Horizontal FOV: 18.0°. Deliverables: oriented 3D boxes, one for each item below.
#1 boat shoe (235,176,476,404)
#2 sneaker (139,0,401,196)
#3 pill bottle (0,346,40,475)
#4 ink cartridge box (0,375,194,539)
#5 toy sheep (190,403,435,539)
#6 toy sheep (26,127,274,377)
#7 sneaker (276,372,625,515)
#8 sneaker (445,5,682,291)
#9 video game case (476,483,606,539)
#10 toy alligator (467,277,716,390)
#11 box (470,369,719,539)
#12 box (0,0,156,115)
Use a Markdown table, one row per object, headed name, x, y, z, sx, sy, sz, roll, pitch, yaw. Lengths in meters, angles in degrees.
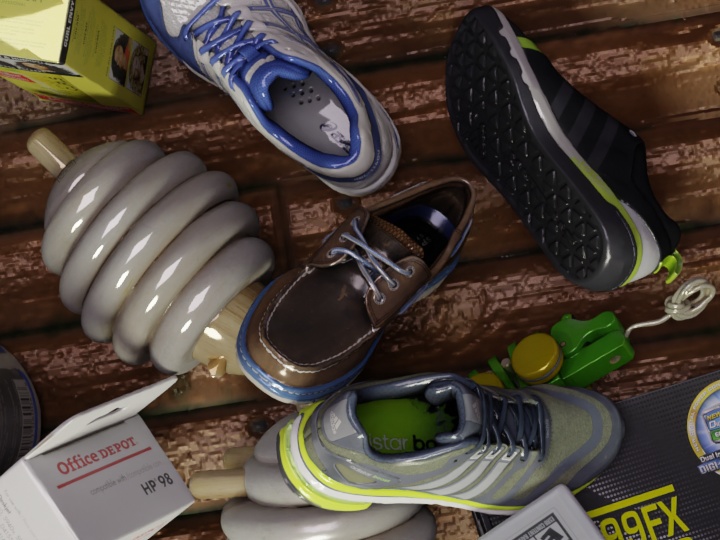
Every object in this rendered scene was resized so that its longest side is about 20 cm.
| name | x | y | z | sx | sy | sz | roll | pitch | yaw |
| --- | --- | --- | --- | --- | --- | --- | --- | --- | --- |
| boat shoe | 0.000 | 0.000 | 1.282 | 0.072 | 0.200 | 0.073 | 39 | 132 | 6 |
| sneaker | -0.056 | -0.127 | 1.353 | 0.200 | 0.088 | 0.075 | 40 | 94 | 10 |
| pill bottle | -0.263 | 0.089 | 1.304 | 0.113 | 0.200 | 0.115 | -1 | 86 | 8 |
| ink cartridge box | -0.179 | 0.150 | 1.303 | 0.200 | 0.116 | 0.067 | -40 | 80 | 29 |
| toy sheep | -0.022 | 0.150 | 1.303 | 0.137 | 0.138 | 0.202 | -9 | 103 | 7 |
| toy sheep | -0.121 | -0.011 | 1.332 | 0.199 | 0.138 | 0.138 | 37 | 92 | 9 |
| sneaker | 0.059 | 0.091 | 1.228 | 0.198 | 0.081 | 0.075 | -4 | 70 | -23 |
| sneaker | 0.122 | -0.070 | 1.344 | 0.201 | 0.082 | 0.072 | 62 | 140 | 20 |
| video game case | 0.077 | 0.238 | 1.195 | 0.199 | 0.023 | 0.182 | -33 | 63 | -7 |
| toy alligator | 0.116 | 0.053 | 1.337 | 0.199 | 0.059 | 0.054 | -36 | 42 | 5 |
| box | 0.172 | 0.152 | 1.287 | 0.198 | 0.044 | 0.161 | -16 | 72 | -6 |
| box | -0.177 | -0.132 | 1.313 | 0.075 | 0.200 | 0.051 | 9 | 88 | 7 |
